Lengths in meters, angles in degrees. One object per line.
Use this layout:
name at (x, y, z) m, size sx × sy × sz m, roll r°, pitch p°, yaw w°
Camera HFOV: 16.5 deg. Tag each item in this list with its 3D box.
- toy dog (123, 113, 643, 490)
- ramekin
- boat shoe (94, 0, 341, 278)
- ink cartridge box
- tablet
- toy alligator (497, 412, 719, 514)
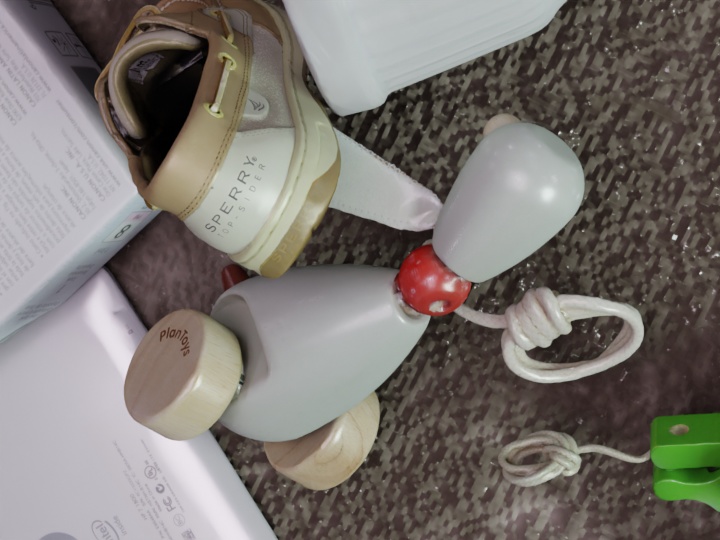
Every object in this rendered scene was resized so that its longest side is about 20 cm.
toy dog at (0.000, 0.000, 0.956) m, size 0.200 × 0.132 × 0.096 m, roll -24°, pitch 48°, yaw 13°
ramekin at (0.013, -0.164, 0.891) m, size 0.094 × 0.202 × 0.203 m, roll -13°, pitch 90°, yaw 7°
boat shoe at (-0.061, -0.067, 0.919) m, size 0.066 × 0.200 × 0.074 m, roll 26°, pitch 103°, yaw -24°
ink cartridge box at (-0.194, -0.034, 1.033) m, size 0.200 × 0.057 × 0.163 m, roll -42°, pitch 77°, yaw 21°
tablet at (-0.107, 0.111, 1.037) m, size 0.130 × 0.014 × 0.200 m, roll -34°, pitch 83°, yaw 17°
toy alligator at (0.154, 0.073, 0.934) m, size 0.200 × 0.059 × 0.054 m, roll -10°, pitch 131°, yaw 18°
